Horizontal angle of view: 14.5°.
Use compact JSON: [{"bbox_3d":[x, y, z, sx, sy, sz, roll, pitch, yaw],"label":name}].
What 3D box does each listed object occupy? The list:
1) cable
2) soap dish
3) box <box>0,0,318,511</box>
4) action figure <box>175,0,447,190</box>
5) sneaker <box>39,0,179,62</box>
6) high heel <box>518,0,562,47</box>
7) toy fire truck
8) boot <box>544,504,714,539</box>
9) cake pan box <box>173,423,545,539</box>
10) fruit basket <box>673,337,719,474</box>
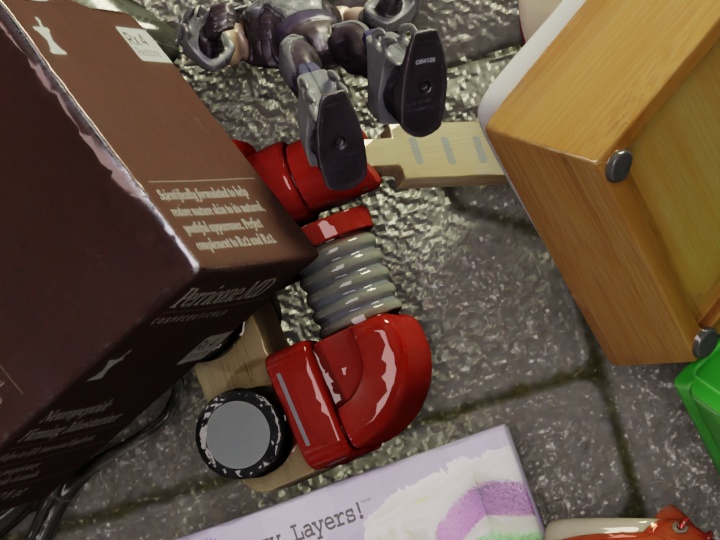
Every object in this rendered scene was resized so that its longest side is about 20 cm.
[{"bbox_3d":[-0.153,0.101,1.500,0.097,0.050,0.200,21,97,12],"label":"cable"},{"bbox_3d":[0.153,-0.060,1.389,0.081,0.200,0.157,28,70,39],"label":"soap dish"},{"bbox_3d":[-0.164,-0.004,1.352,0.200,0.166,0.164,-41,79,16],"label":"box"},{"bbox_3d":[-0.020,-0.116,1.442,0.130,0.200,0.070,-21,120,-12],"label":"action figure"},{"bbox_3d":[-0.181,-0.172,1.510,0.200,0.066,0.091,23,90,10],"label":"sneaker"},{"bbox_3d":[0.124,-0.103,1.494,0.067,0.096,0.200,3,66,30],"label":"high heel"},{"bbox_3d":[0.000,0.000,1.461,0.200,0.129,0.176,-25,83,13],"label":"toy fire truck"},{"bbox_3d":[0.180,0.166,1.393,0.199,0.075,0.108,0,67,11],"label":"boot"},{"bbox_3d":[0.015,0.196,1.464,0.200,0.052,0.185,-18,81,3],"label":"cake pan box"},{"bbox_3d":[0.289,0.080,1.405,0.215,0.156,0.216,-3,104,-15],"label":"fruit basket"}]
